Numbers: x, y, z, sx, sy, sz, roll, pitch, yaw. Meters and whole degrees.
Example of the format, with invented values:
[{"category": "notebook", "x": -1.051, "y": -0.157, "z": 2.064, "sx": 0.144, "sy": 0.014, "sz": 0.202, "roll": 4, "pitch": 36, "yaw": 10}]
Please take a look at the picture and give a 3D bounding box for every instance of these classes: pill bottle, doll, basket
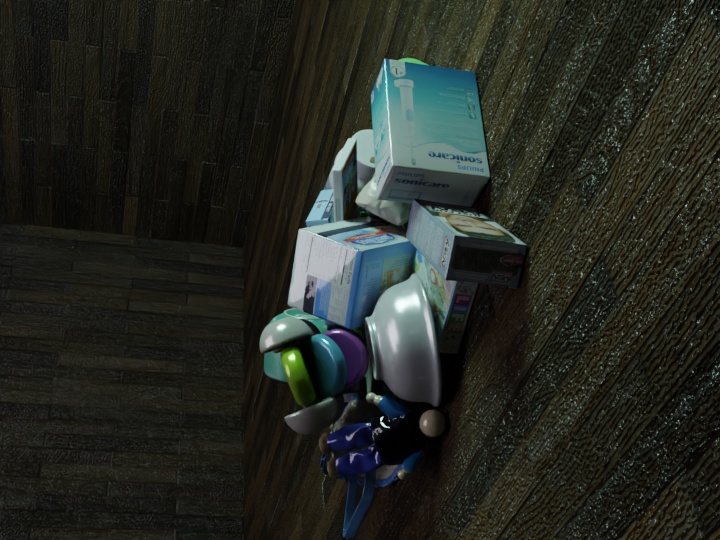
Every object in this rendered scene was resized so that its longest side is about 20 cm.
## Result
[{"category": "pill bottle", "x": -0.001, "y": -0.180, "z": 1.769, "sx": 0.200, "sy": 0.119, "sz": 0.120, "roll": 118, "pitch": 154, "yaw": -56}, {"category": "doll", "x": 0.035, "y": 0.249, "z": 1.355, "sx": 0.048, "sy": 0.199, "sz": 0.137, "roll": -11, "pitch": -99, "yaw": -67}, {"category": "basket", "x": 0.004, "y": 0.322, "z": 1.499, "sx": 0.177, "sy": 0.138, "sz": 0.201, "roll": 111, "pitch": 166, "yaw": -47}]

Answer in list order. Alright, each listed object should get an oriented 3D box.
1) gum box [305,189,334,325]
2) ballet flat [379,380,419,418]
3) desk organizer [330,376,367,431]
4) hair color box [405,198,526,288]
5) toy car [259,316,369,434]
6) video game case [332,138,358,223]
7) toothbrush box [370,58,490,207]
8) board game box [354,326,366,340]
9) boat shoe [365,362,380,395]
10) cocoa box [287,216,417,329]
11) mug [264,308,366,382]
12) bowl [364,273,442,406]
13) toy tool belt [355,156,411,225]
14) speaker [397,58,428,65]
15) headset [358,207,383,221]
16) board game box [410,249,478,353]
[{"category": "gum box", "x": -0.049, "y": -0.028, "z": 1.655, "sx": 0.170, "sy": 0.044, "sz": 0.201, "roll": -72, "pitch": -25, "yaw": -65}, {"category": "ballet flat", "x": 0.062, "y": 0.174, "z": 1.470, "sx": 0.072, "sy": 0.072, "sz": 0.201, "roll": 110, "pitch": 161, "yaw": -45}, {"category": "desk organizer", "x": -0.027, "y": 0.218, "z": 1.593, "sx": 0.201, "sy": 0.071, "sz": 0.077, "roll": 86, "pitch": 173, "yaw": -51}, {"category": "hair color box", "x": 0.134, "y": -0.039, "z": 1.193, "sx": 0.200, "sy": 0.098, "sz": 0.061, "roll": -123, "pitch": 41, "yaw": -69}, {"category": "toy car", "x": -0.058, "y": 0.150, "z": 1.398, "sx": 0.200, "sy": 0.149, "sz": 0.176, "roll": 39, "pitch": -149, "yaw": -82}, {"category": "video game case", "x": -0.024, "y": -0.110, "z": 1.569, "sx": 0.143, "sy": 0.017, "sz": 0.201, "roll": -70, "pitch": -18, "yaw": -59}, {"category": "toothbrush box", "x": 0.098, "y": -0.198, "z": 1.314, "sx": 0.085, "sy": 0.145, "sz": 0.201, "roll": 115, "pitch": 155, "yaw": -55}, {"category": "board game box", "x": -0.034, "y": 0.101, "z": 1.823, "sx": 0.105, "sy": 0.102, "sz": 0.202, "roll": 171, "pitch": 104, "yaw": -78}, {"category": "boat shoe", "x": 0.035, "y": 0.151, "z": 1.586, "sx": 0.072, "sy": 0.070, "sz": 0.202, "roll": -137, "pitch": 50, "yaw": -66}, {"category": "cocoa box", "x": 0.000, "y": 0.000, "z": 1.465, "sx": 0.131, "sy": 0.200, "sz": 0.134, "roll": 19, "pitch": 109, "yaw": 32}, {"category": "mug", "x": -0.088, "y": 0.133, "z": 1.687, "sx": 0.152, "sy": 0.184, "sz": 0.115, "roll": 16, "pitch": 107, "yaw": 55}, {"category": "bowl", "x": 0.058, "y": 0.110, "z": 1.357, "sx": 0.201, "sy": 0.090, "sz": 0.203, "roll": 171, "pitch": 90, "yaw": -84}, {"category": "toy tool belt", "x": 0.063, "y": -0.145, "z": 1.535, "sx": 0.123, "sy": 0.124, "sz": 0.200, "roll": -62, "pitch": 3, "yaw": 4}, {"category": "speaker", "x": 0.095, "y": -0.300, "z": 1.495, "sx": 0.200, "sy": 0.088, "sz": 0.089, "roll": -120, "pitch": 38, "yaw": -68}, {"category": "headset", "x": 0.016, "y": -0.017, "z": 1.682, "sx": 0.123, "sy": 0.093, "sz": 0.201, "roll": 176, "pitch": 83, "yaw": -76}, {"category": "board game box", "x": 0.123, "y": 0.012, "z": 1.359, "sx": 0.200, "sy": 0.034, "sz": 0.135, "roll": -107, "pitch": 27, "yaw": -58}]
